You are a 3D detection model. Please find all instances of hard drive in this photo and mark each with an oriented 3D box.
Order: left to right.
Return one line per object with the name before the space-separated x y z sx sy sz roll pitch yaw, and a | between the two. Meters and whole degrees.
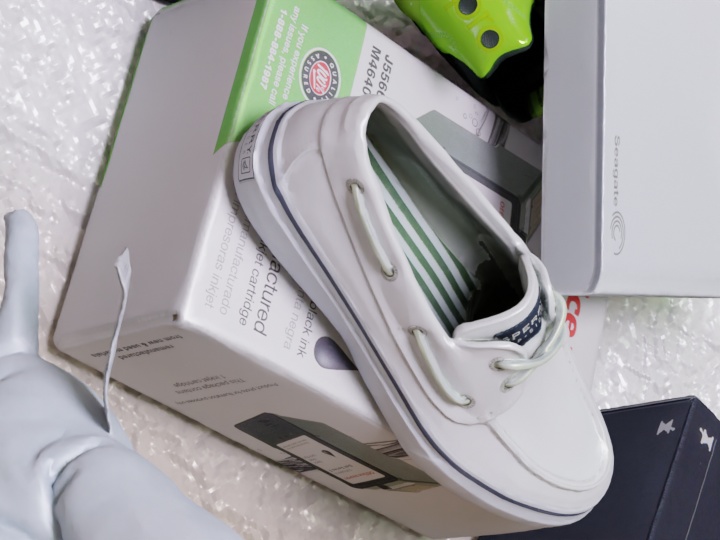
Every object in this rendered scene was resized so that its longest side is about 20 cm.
hard drive | 0.128 -0.055 0.870 0.200 0.027 0.133 2 89 -59

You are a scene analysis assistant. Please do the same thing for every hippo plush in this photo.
hippo plush | -0.127 0.106 0.636 0.160 0.159 0.201 -14 109 -32

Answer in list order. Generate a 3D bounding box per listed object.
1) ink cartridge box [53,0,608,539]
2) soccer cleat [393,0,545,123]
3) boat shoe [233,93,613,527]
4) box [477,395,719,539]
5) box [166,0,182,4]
ink cartridge box | 0.000 0.000 0.825 0.200 0.084 0.146 30 62 -34
soccer cleat | 0.063 -0.096 0.876 0.081 0.067 0.200 59 16 12
boat shoe | 0.037 0.020 0.751 0.200 0.067 0.074 45 56 -27
box | 0.126 0.186 0.885 0.182 0.104 0.201 42 55 -28
box | -0.066 -0.211 0.819 0.141 0.079 0.201 17 70 -41
